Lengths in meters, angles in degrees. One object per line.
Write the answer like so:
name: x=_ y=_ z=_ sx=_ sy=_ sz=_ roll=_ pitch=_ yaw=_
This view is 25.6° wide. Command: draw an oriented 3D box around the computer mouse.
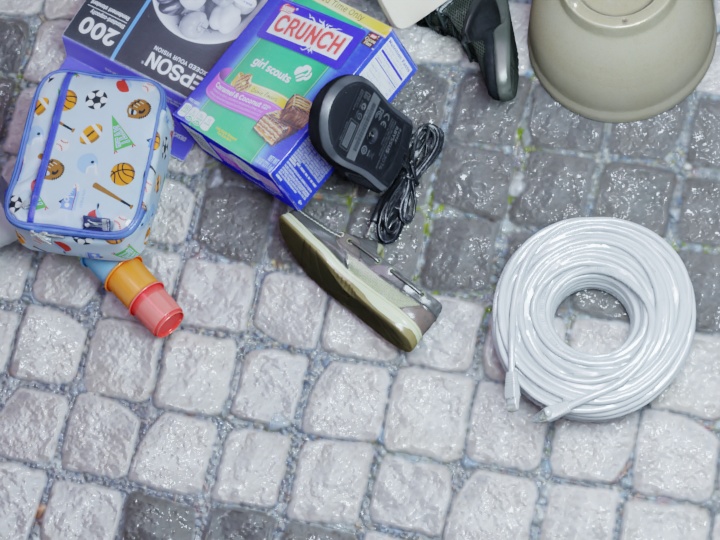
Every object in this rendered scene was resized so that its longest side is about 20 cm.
computer mouse: x=0.001 y=-0.127 z=1.592 sx=0.052 sy=0.200 sz=0.140 roll=18 pitch=75 yaw=38

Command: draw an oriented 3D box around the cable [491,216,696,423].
cable: x=0.227 y=0.049 z=1.546 sx=0.198 sy=0.069 sz=0.202 roll=-10 pitch=69 yaw=6

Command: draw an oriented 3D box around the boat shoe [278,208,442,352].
boat shoe: x=0.000 y=0.000 z=1.609 sx=0.066 sy=0.072 sz=0.201 roll=-40 pitch=64 yaw=-19

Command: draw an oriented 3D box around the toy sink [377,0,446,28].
toy sink: x=0.022 y=-0.367 z=1.635 sx=0.130 sy=0.112 sz=0.201 roll=-36 pitch=111 yaw=-13

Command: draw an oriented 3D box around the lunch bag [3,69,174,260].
lunch bag: x=-0.284 y=-0.108 z=1.640 sx=0.158 sy=0.076 sz=0.202 roll=9 pitch=66 yaw=6

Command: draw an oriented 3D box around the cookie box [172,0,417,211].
cookie box: x=-0.069 y=-0.188 z=1.658 sx=0.171 sy=0.075 sz=0.201 roll=32 pitch=78 yaw=38

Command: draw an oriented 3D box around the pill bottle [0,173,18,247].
pill bottle: x=-0.462 y=-0.031 z=1.681 sx=0.198 sy=0.111 sz=0.112 roll=-26 pitch=68 yaw=1

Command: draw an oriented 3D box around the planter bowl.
planter bowl: x=0.265 y=-0.270 z=1.614 sx=0.198 sy=0.135 sz=0.203 roll=-3 pitch=70 yaw=9

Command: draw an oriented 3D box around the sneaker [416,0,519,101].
sneaker: x=0.106 y=-0.257 z=1.673 sx=0.113 sy=0.076 sz=0.201 roll=-14 pitch=66 yaw=8

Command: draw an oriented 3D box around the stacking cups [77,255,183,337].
stacking cups: x=-0.262 y=-0.009 z=1.671 sx=0.060 sy=0.061 sz=0.200 roll=-41 pitch=74 yaw=-5

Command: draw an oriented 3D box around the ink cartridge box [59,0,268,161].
ink cartridge box: x=-0.225 y=-0.249 z=1.750 sx=0.197 sy=0.043 sz=0.201 roll=27 pitch=79 yaw=18
